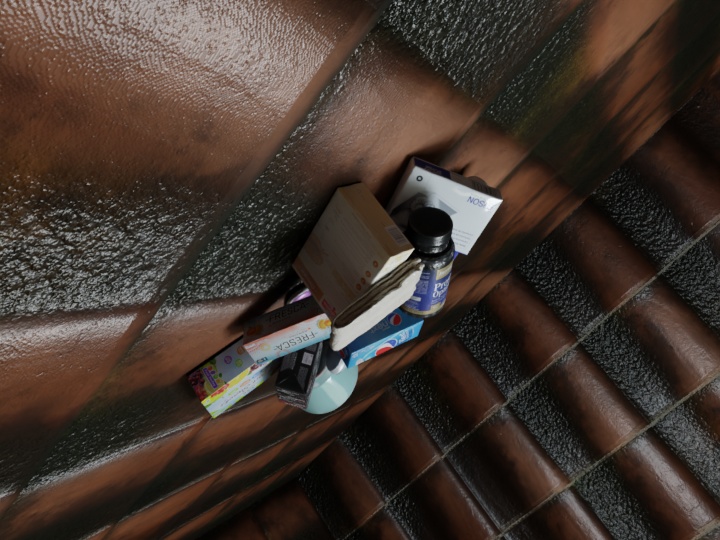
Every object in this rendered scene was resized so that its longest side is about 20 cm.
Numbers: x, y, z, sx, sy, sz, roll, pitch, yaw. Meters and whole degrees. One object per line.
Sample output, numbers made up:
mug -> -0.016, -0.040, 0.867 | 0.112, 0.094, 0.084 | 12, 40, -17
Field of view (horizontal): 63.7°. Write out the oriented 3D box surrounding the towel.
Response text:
towel -> 0.028, 0.062, 1.010 | 0.198, 0.035, 0.133 | -36, 162, -18

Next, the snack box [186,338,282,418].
snack box -> -0.259, 0.216, 1.244 | 0.197, 0.068, 0.170 | -34, 163, -19

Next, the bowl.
bowl -> -0.112, 0.246, 1.471 | 0.199, 0.202, 0.106 | -38, 144, -5

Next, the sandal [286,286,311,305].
sandal -> -0.112, 0.087, 1.270 | 0.082, 0.050, 0.204 | -36, 163, -12

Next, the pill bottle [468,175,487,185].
pill bottle -> 0.196, -0.129, 1.284 | 0.197, 0.117, 0.117 | -30, 161, -31

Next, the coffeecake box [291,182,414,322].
coffeecake box -> -0.019, -0.023, 1.022 | 0.072, 0.155, 0.201 | -19, 154, -46

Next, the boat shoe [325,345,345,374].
boat shoe -> -0.031, 0.184, 1.411 | 0.074, 0.086, 0.204 | -38, -154, 25

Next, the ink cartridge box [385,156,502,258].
ink cartridge box -> 0.146, -0.102, 1.141 | 0.194, 0.041, 0.202 | 16, 130, -15

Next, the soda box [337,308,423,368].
soda box -> 0.041, 0.140, 1.300 | 0.196, 0.068, 0.065 | -21, 148, -26

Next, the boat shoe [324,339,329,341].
boat shoe -> -0.081, 0.137, 1.369 | 0.071, 0.070, 0.200 | -54, -178, -18

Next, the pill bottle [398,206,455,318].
pill bottle -> 0.123, -0.015, 1.116 | 0.110, 0.111, 0.204 | -29, 143, -29

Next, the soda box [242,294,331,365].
soda box -> -0.128, 0.108, 1.125 | 0.195, 0.065, 0.069 | -21, 131, 8

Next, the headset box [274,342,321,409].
headset box -> -0.137, 0.221, 1.321 | 0.201, 0.075, 0.153 | 104, 0, -68
